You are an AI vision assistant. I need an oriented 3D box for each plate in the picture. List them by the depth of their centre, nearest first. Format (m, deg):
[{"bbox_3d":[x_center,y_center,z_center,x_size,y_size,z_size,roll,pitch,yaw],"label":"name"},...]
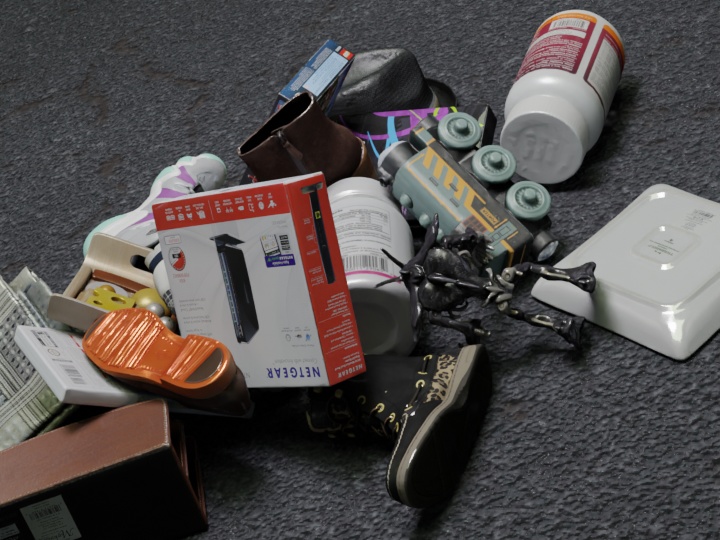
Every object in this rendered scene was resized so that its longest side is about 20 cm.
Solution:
[{"bbox_3d":[0.291,-0.013,1.487,0.199,0.033,0.199,-37,37,-24],"label":"plate"}]

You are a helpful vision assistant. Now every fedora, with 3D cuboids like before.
[{"bbox_3d":[0.011,-0.201,1.839,0.198,0.092,0.202,-14,35,10],"label":"fedora"}]

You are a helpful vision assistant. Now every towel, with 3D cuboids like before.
[{"bbox_3d":[-0.370,0.108,1.577,0.200,0.035,0.193,-42,53,-2],"label":"towel"}]

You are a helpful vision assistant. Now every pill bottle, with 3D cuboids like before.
[{"bbox_3d":[0.000,0.000,1.548,0.112,0.114,0.201,-14,34,9],"label":"pill bottle"},{"bbox_3d":[0.218,-0.188,1.699,0.108,0.110,0.201,-2,37,25],"label":"pill bottle"}]

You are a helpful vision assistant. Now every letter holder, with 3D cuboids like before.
[{"bbox_3d":[-0.252,0.187,1.432,0.198,0.101,0.143,-19,32,2],"label":"letter holder"}]

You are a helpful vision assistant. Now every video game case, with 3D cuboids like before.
[{"bbox_3d":[-0.217,0.097,1.500,0.198,0.018,0.143,8,17,-34],"label":"video game case"}]

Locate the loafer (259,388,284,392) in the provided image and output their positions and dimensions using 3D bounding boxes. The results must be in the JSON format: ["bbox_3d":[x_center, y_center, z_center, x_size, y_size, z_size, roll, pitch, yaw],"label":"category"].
[{"bbox_3d":[-0.090,0.015,1.508,0.069,0.203,0.070,0,11,-18],"label":"loafer"}]

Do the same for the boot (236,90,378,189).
[{"bbox_3d":[-0.088,-0.086,1.629,0.200,0.166,0.073,-40,52,7],"label":"boot"}]

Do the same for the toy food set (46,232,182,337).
[{"bbox_3d":[-0.227,0.020,1.590,0.142,0.061,0.200,19,18,-3],"label":"toy food set"}]

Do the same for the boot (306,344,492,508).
[{"bbox_3d":[0.022,0.133,1.385,0.149,0.074,0.201,0,35,26],"label":"boot"}]

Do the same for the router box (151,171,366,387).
[{"bbox_3d":[-0.094,0.013,1.416,0.049,0.182,0.199,-18,8,-42],"label":"router box"}]

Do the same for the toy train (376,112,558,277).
[{"bbox_3d":[0.106,-0.072,1.572,0.113,0.086,0.200,-33,67,-24],"label":"toy train"}]

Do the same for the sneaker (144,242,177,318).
[{"bbox_3d":[-0.124,0.020,1.574,0.199,0.077,0.081,4,45,-42],"label":"sneaker"}]

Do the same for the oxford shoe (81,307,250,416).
[{"bbox_3d":[-0.181,0.091,1.437,0.199,0.073,0.071,20,63,42],"label":"oxford shoe"}]

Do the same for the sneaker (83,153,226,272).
[{"bbox_3d":[-0.202,-0.043,1.758,0.200,0.078,0.139,-43,41,-15],"label":"sneaker"}]

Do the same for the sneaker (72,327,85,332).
[{"bbox_3d":[-0.314,0.104,1.623,0.198,0.078,0.087,-13,52,15],"label":"sneaker"}]

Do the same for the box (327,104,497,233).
[{"bbox_3d":[0.042,-0.108,1.703,0.198,0.036,0.144,-3,60,27],"label":"box"}]

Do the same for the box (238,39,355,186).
[{"bbox_3d":[-0.080,-0.140,1.714,0.037,0.201,0.137,30,40,3],"label":"box"}]

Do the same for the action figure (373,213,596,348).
[{"bbox_3d":[0.112,0.019,1.447,0.198,0.120,0.102,11,-7,2],"label":"action figure"}]
